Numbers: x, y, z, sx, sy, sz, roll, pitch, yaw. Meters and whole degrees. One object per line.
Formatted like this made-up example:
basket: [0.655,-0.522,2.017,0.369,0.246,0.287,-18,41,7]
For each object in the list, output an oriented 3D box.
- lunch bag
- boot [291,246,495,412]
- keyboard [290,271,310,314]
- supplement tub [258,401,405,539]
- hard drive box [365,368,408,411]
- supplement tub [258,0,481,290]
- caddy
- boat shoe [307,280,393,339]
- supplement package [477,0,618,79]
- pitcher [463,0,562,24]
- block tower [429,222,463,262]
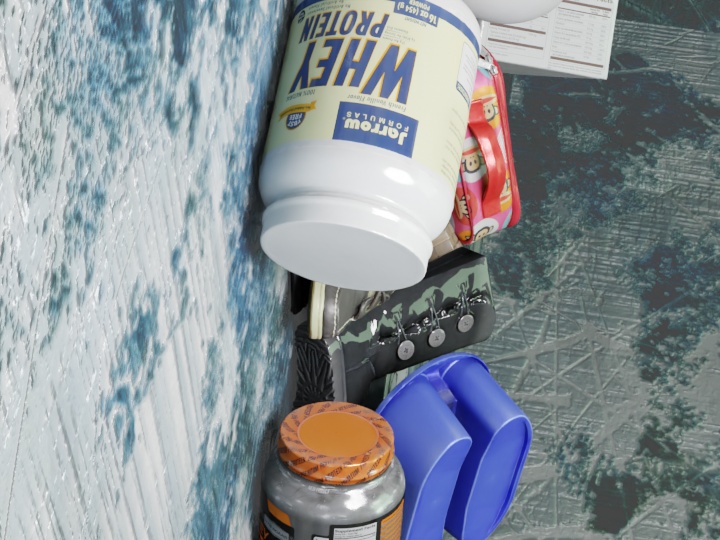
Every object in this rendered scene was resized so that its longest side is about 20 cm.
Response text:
lunch bag: [0.089,-0.131,1.930,0.176,0.081,0.201,35,-39,55]
boot: [0.033,0.082,1.788,0.199,0.065,0.166,-26,134,-36]
keyboard: [-0.038,-0.070,1.646,0.201,0.020,0.128,92,9,-45]
supplement tub: [-0.026,0.220,1.667,0.123,0.121,0.202,-69,165,-61]
hard drive box: [0.003,0.073,1.920,0.200,0.076,0.157,-51,149,-77]
supplement tub: [0.005,-0.101,1.443,0.145,0.144,0.202,81,18,-68]
caddy: [0.064,0.164,1.746,0.141,0.105,0.201,-16,136,-34]
boat shoe: [0.000,0.001,1.695,0.201,0.065,0.072,-65,163,-65]
supplement package: [0.145,-0.263,2.031,0.200,0.155,0.112,14,-83,64]
pitcher: [0.088,-0.308,1.711,0.199,0.121,0.173,18,49,-42]
block tower: [0.056,-0.040,1.904,0.201,0.054,0.058,61,13,-4]
